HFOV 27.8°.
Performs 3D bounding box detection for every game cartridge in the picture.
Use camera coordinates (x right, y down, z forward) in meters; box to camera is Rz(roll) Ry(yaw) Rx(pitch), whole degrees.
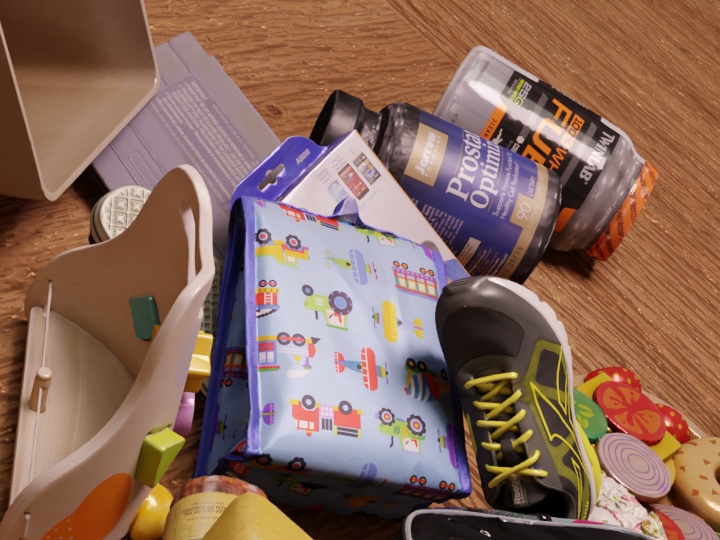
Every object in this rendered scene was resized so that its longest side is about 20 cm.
[{"bbox_3d":[-0.126,-0.079,1.064,0.129,0.039,0.201,-27,61,-19],"label":"game cartridge"}]

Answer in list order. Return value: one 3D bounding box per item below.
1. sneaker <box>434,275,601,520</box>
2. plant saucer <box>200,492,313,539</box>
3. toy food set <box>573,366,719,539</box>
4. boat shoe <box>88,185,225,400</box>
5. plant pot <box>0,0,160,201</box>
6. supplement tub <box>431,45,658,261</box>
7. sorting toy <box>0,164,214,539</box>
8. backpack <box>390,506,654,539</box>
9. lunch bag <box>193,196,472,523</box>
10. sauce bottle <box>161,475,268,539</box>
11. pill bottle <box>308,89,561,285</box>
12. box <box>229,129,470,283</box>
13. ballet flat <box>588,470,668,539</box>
[{"bbox_3d":[0.100,0.095,0.886,0.201,0.074,0.085,62,24,-25],"label":"sneaker"},{"bbox_3d":[-0.043,0.232,0.647,0.199,0.049,0.200,38,77,12],"label":"plant saucer"},{"bbox_3d":[0.218,0.148,1.078,0.200,0.049,0.197,45,36,20],"label":"toy food set"},{"bbox_3d":[-0.108,0.034,0.958,0.200,0.062,0.074,49,56,2],"label":"boat shoe"},{"bbox_3d":[-0.268,-0.174,0.979,0.175,0.202,0.200,-1,29,18],"label":"plant pot"},{"bbox_3d":[0.156,-0.100,1.292,0.199,0.123,0.123,31,33,1],"label":"supplement tub"},{"bbox_3d":[-0.127,0.041,0.828,0.106,0.181,0.201,16,36,-20],"label":"sorting toy"},{"bbox_3d":[0.103,0.227,0.787,0.198,0.151,0.179,4,47,-22],"label":"backpack"},{"bbox_3d":[-0.014,0.044,0.922,0.149,0.094,0.202,13,64,-24],"label":"lunch bag"},{"bbox_3d":[-0.083,0.201,0.755,0.065,0.066,0.201,20,43,-14],"label":"sauce bottle"},{"bbox_3d":[0.053,-0.067,1.176,0.198,0.112,0.112,23,33,-12],"label":"pill bottle"},{"bbox_3d":[0.000,0.000,1.004,0.201,0.041,0.119,52,59,-13],"label":"box"},{"bbox_3d":[0.173,0.204,0.941,0.064,0.076,0.201,18,30,-49],"label":"ballet flat"}]
